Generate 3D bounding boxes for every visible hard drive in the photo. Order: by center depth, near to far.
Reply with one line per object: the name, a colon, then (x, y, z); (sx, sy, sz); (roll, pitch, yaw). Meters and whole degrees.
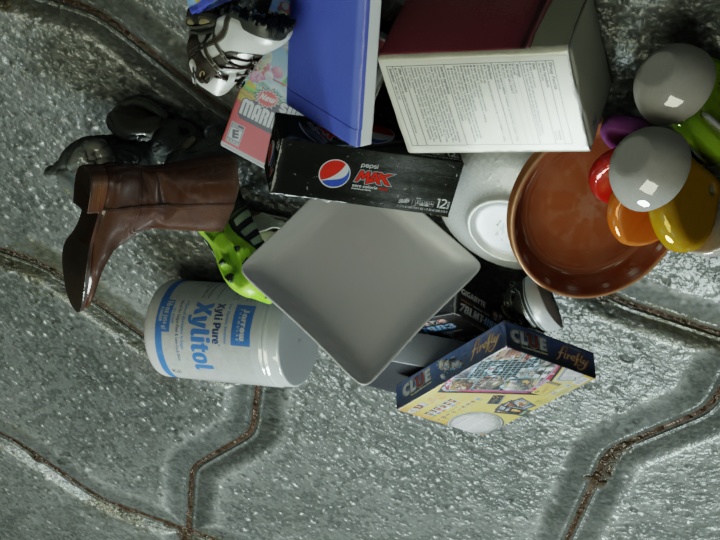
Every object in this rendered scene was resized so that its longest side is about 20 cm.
hard drive: (-0.028, -0.241, 1.446); (0.132, 0.025, 0.200); (36, 132, 44)
hard drive: (0.097, 0.121, 1.747); (0.199, 0.042, 0.135); (12, 156, -16)

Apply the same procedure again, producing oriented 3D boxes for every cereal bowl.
cereal bowl: (0.172, -0.071, 1.589); (0.200, 0.083, 0.200); (14, 139, 13)

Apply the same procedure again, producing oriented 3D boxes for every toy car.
toy car: (0.298, -0.114, 1.408); (0.175, 0.200, 0.150); (30, 162, -39)

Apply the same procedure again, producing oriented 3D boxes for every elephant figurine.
elephant figurine: (-0.248, -0.134, 1.708); (0.155, 0.200, 0.142); (52, 156, 7)

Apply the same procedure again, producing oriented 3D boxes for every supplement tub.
supplement tub: (-0.169, 0.081, 1.886); (0.199, 0.132, 0.132); (2, 136, 24)

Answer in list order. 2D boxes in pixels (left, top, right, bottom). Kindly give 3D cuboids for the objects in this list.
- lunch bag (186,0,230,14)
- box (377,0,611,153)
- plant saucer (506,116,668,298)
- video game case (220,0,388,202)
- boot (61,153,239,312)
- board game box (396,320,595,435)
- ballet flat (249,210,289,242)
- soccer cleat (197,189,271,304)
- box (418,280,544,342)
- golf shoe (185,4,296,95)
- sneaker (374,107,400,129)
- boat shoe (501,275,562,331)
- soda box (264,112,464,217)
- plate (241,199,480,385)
lunch bag: (-0.128, -0.347, 1.403); (0.200, 0.094, 0.151); (-14, 97, 48)
box: (0.137, -0.199, 1.444); (0.199, 0.109, 0.128); (2, 135, 24)
plant saucer: (0.247, -0.067, 1.519); (0.200, 0.032, 0.201); (-6, 115, -14)
video game case: (-0.058, -0.189, 1.550); (0.143, 0.017, 0.200); (28, 118, 9)
boot: (-0.231, -0.043, 1.637); (0.064, 0.200, 0.187); (43, 128, 41)
board game box: (0.153, 0.128, 1.665); (0.135, 0.035, 0.200); (20, 144, -31)
ballet flat: (-0.077, -0.033, 1.757); (0.200, 0.072, 0.072); (11, 138, 17)
soccer cleat: (-0.149, -0.040, 1.720); (0.067, 0.200, 0.081); (-36, 141, 14)
box: (0.092, 0.080, 1.767); (0.200, 0.050, 0.198); (-13, 150, 37)
golf shoe: (-0.126, -0.226, 1.497); (0.078, 0.095, 0.200); (7, -175, -25)
sneaker: (-0.005, -0.160, 1.589); (0.200, 0.074, 0.079); (23, 135, 2)
boat shoe: (0.190, 0.040, 1.628); (0.057, 0.200, 0.069); (-25, 89, 9)
soda box: (0.003, -0.112, 1.522); (0.199, 0.063, 0.071); (6, 121, -15)
plate: (0.000, 0.000, 1.641); (0.200, 0.200, 0.032); (43, 166, 9)
